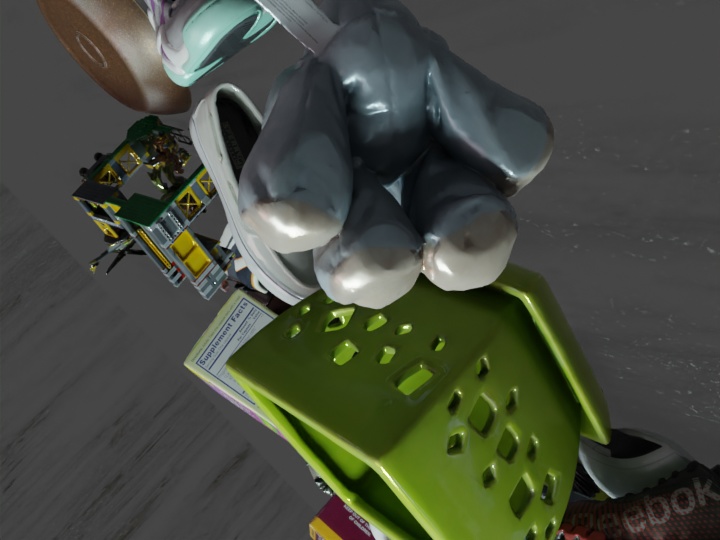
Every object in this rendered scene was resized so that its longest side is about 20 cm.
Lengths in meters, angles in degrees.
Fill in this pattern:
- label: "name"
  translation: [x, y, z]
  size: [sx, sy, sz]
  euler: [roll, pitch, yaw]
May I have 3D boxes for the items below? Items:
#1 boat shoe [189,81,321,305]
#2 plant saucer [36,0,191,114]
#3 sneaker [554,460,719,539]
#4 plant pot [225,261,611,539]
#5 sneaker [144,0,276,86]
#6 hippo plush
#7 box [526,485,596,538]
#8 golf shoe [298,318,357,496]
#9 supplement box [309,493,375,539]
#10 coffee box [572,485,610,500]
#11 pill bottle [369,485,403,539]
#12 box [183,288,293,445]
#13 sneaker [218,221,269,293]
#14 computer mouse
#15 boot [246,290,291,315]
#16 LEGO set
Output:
- label: "boat shoe"
  translation: [-0.075, -0.063, 0.760]
  size: [0.201, 0.072, 0.066]
  euler: [65, 157, 2]
- label: "plant saucer"
  translation: [-0.242, -0.217, 0.864]
  size: [0.200, 0.037, 0.201]
  euler: [38, 162, 15]
- label: "sneaker"
  translation: [0.216, 0.180, 0.637]
  size: [0.200, 0.098, 0.071]
  euler: [-4, 139, 46]
- label: "plant pot"
  translation: [0.057, 0.093, 0.671]
  size: [0.199, 0.182, 0.200]
  euler: [20, 151, 51]
- label: "sneaker"
  translation: [-0.117, -0.186, 0.541]
  size: [0.140, 0.078, 0.200]
  euler: [55, 177, -17]
- label: "hippo plush"
  translation: [-0.016, -0.066, 0.503]
  size: [0.200, 0.159, 0.161]
  euler: [47, 162, -12]
- label: "box"
  translation: [0.167, 0.284, 0.740]
  size: [0.199, 0.199, 0.050]
  euler: [25, 165, -21]
- label: "golf shoe"
  translation: [-0.020, 0.105, 0.852]
  size: [0.088, 0.077, 0.201]
  euler: [114, 153, -78]
- label: "supplement box"
  translation: [0.040, 0.227, 0.981]
  size: [0.086, 0.200, 0.110]
  euler: [39, 162, 11]
- label: "coffee box"
  translation: [0.172, 0.318, 0.901]
  size: [0.198, 0.200, 0.200]
  euler: [42, 162, 3]
- label: "pill bottle"
  translation: [0.064, 0.187, 0.817]
  size: [0.104, 0.200, 0.105]
  euler: [6, 134, 7]
- label: "box"
  translation: [-0.070, 0.132, 0.995]
  size: [0.200, 0.097, 0.176]
  euler: [34, 168, 9]
- label: "sneaker"
  translation: [-0.109, -0.012, 0.968]
  size: [0.079, 0.078, 0.200]
  euler: [49, 161, 0]
- label: "computer mouse"
  translation: [0.195, 0.158, 0.740]
  size: [0.110, 0.044, 0.200]
  euler: [48, 162, -11]
- label: "boot"
  translation: [-0.033, 0.097, 1.118]
  size: [0.199, 0.069, 0.189]
  euler: [28, 150, 22]
- label: "LEGO set"
  translation: [-0.169, -0.057, 0.872]
  size: [0.199, 0.154, 0.116]
  euler: [8, 144, 38]
